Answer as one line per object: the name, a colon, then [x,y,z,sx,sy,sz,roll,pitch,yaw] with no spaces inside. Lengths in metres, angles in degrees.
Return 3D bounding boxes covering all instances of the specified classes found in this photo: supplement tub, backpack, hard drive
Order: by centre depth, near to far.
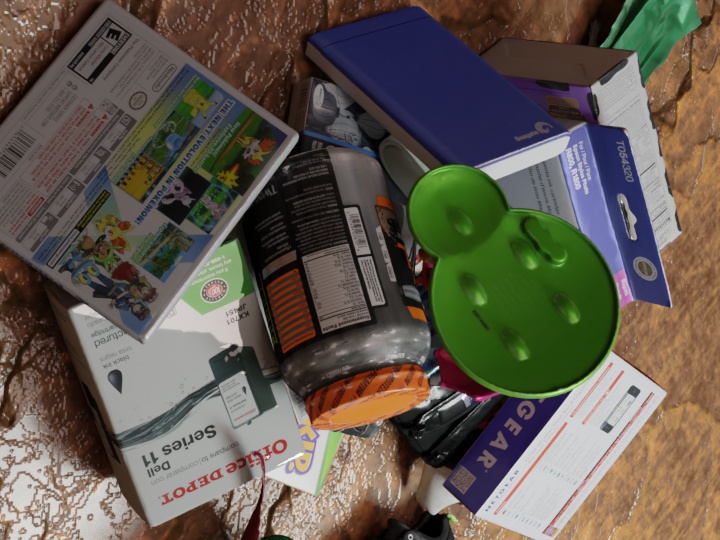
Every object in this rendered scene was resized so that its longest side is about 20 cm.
supplement tub: [-0.018,0.016,1.106,0.122,0.122,0.201,0,67,-41]
hard drive: [0.065,-0.151,1.201,0.132,0.200,0.025,-22,144,-35]
backpack: [0.101,0.063,1.315,0.200,0.154,0.163,-34,143,3]

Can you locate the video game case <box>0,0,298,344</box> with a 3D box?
video game case: [-0.175,-0.076,1.049,0.182,0.022,0.200,35,73,0]

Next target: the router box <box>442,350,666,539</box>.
router box: [0.194,0.162,1.371,0.200,0.049,0.179,-52,144,3]

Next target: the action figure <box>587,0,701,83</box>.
action figure: [0.267,-0.222,1.450,0.200,0.055,0.118,-52,130,-10]

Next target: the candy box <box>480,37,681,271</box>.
candy box: [0.201,-0.112,1.342,0.072,0.168,0.200,-38,123,-27]

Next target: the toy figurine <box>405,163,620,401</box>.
toy figurine: [0.095,0.031,1.150,0.150,0.184,0.200,-35,81,-19]

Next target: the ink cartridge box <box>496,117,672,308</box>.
ink cartridge box: [0.181,-0.052,1.319,0.043,0.200,0.197,-38,122,-28]

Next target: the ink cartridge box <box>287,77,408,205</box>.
ink cartridge box: [0.027,-0.094,1.241,0.200,0.039,0.100,14,76,-31]

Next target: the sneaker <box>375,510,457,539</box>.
sneaker: [0.020,0.281,1.358,0.200,0.072,0.083,-14,102,-46]

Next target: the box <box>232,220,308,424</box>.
box: [-0.081,0.034,1.197,0.041,0.039,0.200,-33,113,-42]

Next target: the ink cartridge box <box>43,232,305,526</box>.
ink cartridge box: [-0.144,0.080,1.118,0.146,0.083,0.200,-24,113,-18]

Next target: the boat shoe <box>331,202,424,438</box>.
boat shoe: [0.019,0.045,1.199,0.068,0.074,0.200,20,81,-31]

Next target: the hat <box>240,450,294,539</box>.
hat: [-0.090,0.237,1.205,0.165,0.200,0.177,-12,86,-54]

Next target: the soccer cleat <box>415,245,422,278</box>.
soccer cleat: [0.000,0.000,1.273,0.200,0.068,0.073,-39,104,-26]

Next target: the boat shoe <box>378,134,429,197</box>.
boat shoe: [0.099,-0.050,1.216,0.062,0.073,0.200,-44,101,-26]

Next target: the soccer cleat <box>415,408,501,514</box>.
soccer cleat: [0.130,0.194,1.437,0.200,0.070,0.086,-8,131,-44]

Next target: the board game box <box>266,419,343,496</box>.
board game box: [-0.081,0.133,1.254,0.200,0.030,0.096,30,81,-44]
